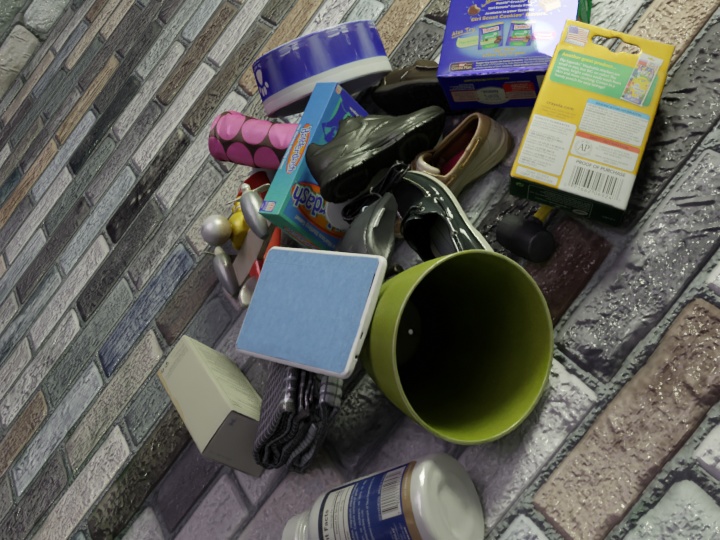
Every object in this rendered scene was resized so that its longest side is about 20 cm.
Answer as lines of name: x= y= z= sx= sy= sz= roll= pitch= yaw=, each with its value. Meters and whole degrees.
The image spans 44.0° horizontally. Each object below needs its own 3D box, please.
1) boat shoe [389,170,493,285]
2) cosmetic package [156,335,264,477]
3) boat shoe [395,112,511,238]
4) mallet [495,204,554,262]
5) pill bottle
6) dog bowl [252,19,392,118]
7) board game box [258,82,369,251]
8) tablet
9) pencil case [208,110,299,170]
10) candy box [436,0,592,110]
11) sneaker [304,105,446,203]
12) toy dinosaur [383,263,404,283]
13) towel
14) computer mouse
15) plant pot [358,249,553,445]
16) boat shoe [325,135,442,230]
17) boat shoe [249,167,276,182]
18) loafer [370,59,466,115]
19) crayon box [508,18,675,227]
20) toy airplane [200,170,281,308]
boat shoe: x=0.082 y=-0.048 z=1.055 sx=0.200 sy=0.065 sz=0.075 roll=56 pitch=135 yaw=30
cosmetic package: x=-0.189 y=0.179 z=1.195 sx=0.073 sy=0.103 sz=0.200 roll=-53 pitch=37 yaw=4
boat shoe: x=0.097 y=-0.125 z=1.134 sx=0.200 sy=0.069 sz=0.074 roll=-43 pitch=41 yaw=18
mallet: x=0.236 y=-0.094 z=0.995 sx=0.200 sy=0.041 sz=0.066 roll=-48 pitch=37 yaw=4
pill bottle: x=0.017 y=0.265 z=0.905 sx=0.199 sy=0.111 sz=0.112 roll=-27 pitch=46 yaw=32
dog bowl: x=-0.058 y=-0.297 z=1.321 sx=0.198 sy=0.199 sz=0.080 roll=-17 pitch=95 yaw=39
board game box: x=-0.039 y=-0.128 z=1.215 sx=0.045 sy=0.152 sz=0.202 roll=9 pitch=71 yaw=43
tablet: x=-0.058 y=0.041 z=0.965 sx=0.198 sy=0.014 sz=0.132 roll=6 pitch=73 yaw=48
pencil case: x=-0.123 y=-0.182 z=1.303 sx=0.198 sy=0.093 sz=0.092 roll=16 pitch=116 yaw=28
candy box: x=0.196 y=-0.305 z=1.113 sx=0.167 sy=0.077 sz=0.203 roll=2 pitch=65 yaw=23
sneaker: x=0.018 y=-0.168 z=1.132 sx=0.198 sy=0.076 sz=0.091 roll=-27 pitch=62 yaw=-17
toy dinosaur: x=0.000 y=0.000 z=1.139 sx=0.102 sy=0.076 sz=0.201 roll=-45 pitch=36 yaw=24
towel: x=-0.074 y=0.130 z=1.055 sx=0.201 sy=0.084 sz=0.168 roll=114 pitch=166 yaw=-55
computer mouse: x=-0.007 y=-0.040 z=1.054 sx=0.140 sy=0.046 sz=0.202 roll=-42 pitch=25 yaw=43
plant pot: x=0.073 y=0.074 z=0.954 sx=0.189 sy=0.186 sz=0.199 roll=-64 pitch=22 yaw=-11
boat shoe: x=0.028 y=-0.128 z=1.200 sx=0.200 sy=0.071 sz=0.064 roll=-42 pitch=15 yaw=-11
boat shoe: x=-0.087 y=-0.177 z=1.374 sx=0.199 sy=0.068 sz=0.072 roll=-37 pitch=78 yaw=27
loafer: x=0.093 y=-0.265 z=1.236 sx=0.199 sy=0.073 sz=0.072 roll=9 pitch=69 yaw=48
crayon box: x=0.250 y=-0.161 z=0.964 sx=0.124 sy=0.052 sz=0.202 roll=18 pitch=75 yaw=13
toy airplane: x=-0.163 y=-0.035 z=1.285 sx=0.199 sy=0.139 sz=0.203 roll=-132 pitch=57 yaw=-68
